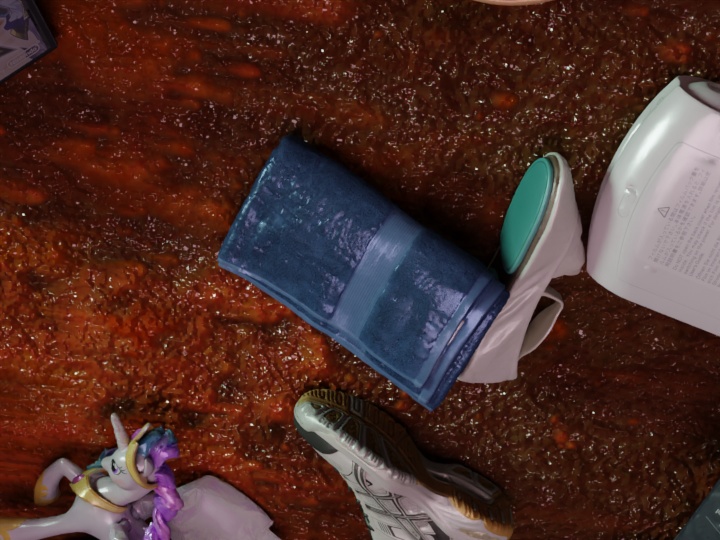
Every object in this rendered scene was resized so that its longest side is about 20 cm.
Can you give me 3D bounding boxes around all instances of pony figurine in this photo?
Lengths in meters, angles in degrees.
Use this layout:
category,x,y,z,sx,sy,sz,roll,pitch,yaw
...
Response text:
category,x,y,z,sx,sy,sz,roll,pitch,yaw
pony figurine,-0.177,0.212,1.274,0.199,0.167,0.194,-31,103,36

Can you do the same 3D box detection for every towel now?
category,x,y,z,sx,sy,sz,roll,pitch,yaw
towel,0.000,0.000,1.155,0.199,0.049,0.112,36,116,9

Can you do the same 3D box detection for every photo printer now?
category,x,y,z,sx,sy,sz,roll,pitch,yaw
photo printer,0.263,-0.034,1.130,0.198,0.070,0.168,20,118,-4

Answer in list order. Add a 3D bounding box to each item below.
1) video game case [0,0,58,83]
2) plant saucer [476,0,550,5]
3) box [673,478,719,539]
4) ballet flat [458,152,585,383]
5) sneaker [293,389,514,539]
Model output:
category,x,y,z,sx,sy,sz,roll,pitch,yaw
video game case,-0.318,-0.165,1.064,0.199,0.026,0.182,-34,135,-11
plant saucer,0.098,-0.271,1.045,0.198,0.038,0.202,2,118,4
box,0.344,0.158,1.165,0.147,0.104,0.201,1,128,-41
ballet flat,0.122,0.002,1.172,0.069,0.070,0.201,20,124,-5
sneaker,0.020,0.172,1.259,0.199,0.076,0.088,36,115,-11
